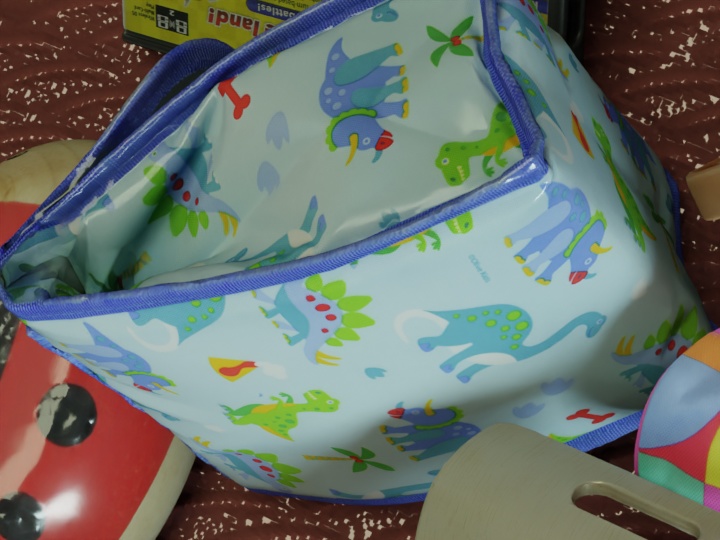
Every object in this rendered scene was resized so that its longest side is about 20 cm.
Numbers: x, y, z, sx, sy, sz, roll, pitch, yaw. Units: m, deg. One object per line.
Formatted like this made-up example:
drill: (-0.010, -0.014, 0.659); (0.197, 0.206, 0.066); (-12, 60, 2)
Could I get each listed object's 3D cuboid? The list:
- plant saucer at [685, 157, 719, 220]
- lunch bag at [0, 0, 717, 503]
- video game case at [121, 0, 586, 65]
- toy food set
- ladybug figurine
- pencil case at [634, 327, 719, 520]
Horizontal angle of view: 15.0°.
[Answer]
plant saucer: (0.202, -0.055, 0.879); (0.199, 0.200, 0.032); (-23, 91, 16)
lunch bag: (0.000, 0.000, 0.948); (0.199, 0.170, 0.128); (-27, 51, 17)
video game case: (-0.006, -0.147, 1.021); (0.199, 0.025, 0.182); (18, 125, 26)
toy food set: (0.079, 0.165, 0.894); (0.143, 0.060, 0.201); (23, 113, 40)
ladybug figurine: (-0.126, 0.041, 1.050); (0.135, 0.072, 0.201); (4, 75, 18)
pencil case: (0.179, 0.077, 0.845); (0.200, 0.088, 0.089); (26, 86, 39)
